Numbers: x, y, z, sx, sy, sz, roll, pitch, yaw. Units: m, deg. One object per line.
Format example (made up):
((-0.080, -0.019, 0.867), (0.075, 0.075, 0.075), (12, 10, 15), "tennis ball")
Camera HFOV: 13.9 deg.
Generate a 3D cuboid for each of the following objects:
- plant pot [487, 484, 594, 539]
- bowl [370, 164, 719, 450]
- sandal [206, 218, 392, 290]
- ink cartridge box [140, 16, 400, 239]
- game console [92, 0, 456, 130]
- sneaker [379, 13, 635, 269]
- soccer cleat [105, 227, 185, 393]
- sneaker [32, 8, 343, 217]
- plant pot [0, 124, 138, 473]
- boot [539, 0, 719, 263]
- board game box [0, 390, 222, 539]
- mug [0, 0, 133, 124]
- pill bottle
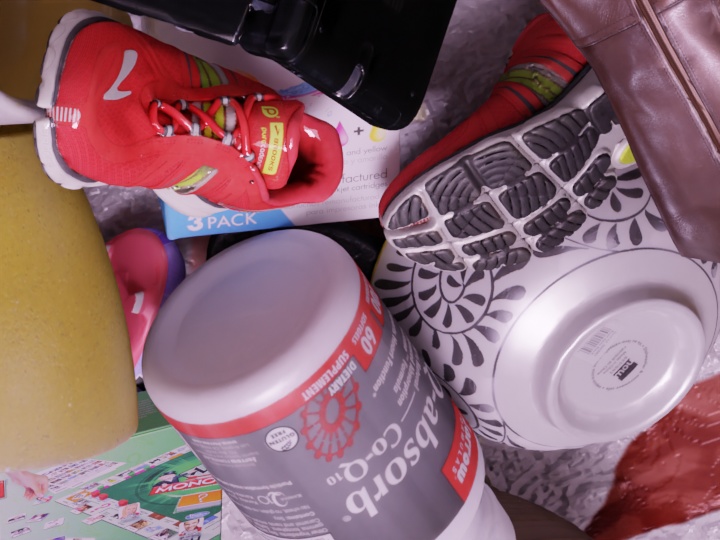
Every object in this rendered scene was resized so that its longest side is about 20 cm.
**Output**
((0.046, 0.178, 1.589), (0.201, 0.093, 0.201), (-18, 151, -10), "plant pot")
((0.113, 0.023, 1.469), (0.201, 0.094, 0.201), (-16, 132, -18), "bowl")
((0.000, 0.000, 1.493), (0.200, 0.045, 0.075), (11, 132, -38), "sandal")
((-0.042, -0.116, 1.366), (0.115, 0.068, 0.200), (-7, 130, -8), "ink cartridge box")
((-0.032, -0.184, 1.274), (0.176, 0.116, 0.200), (29, 77, -57), "game console")
((0.089, -0.076, 1.395), (0.200, 0.085, 0.077), (-35, 134, -6), "sneaker")
((-0.119, 0.058, 1.501), (0.076, 0.067, 0.200), (-5, 131, -37), "soccer cleat")
((-0.068, -0.065, 1.260), (0.085, 0.077, 0.200), (5, 177, 27), "sneaker")
((-0.198, -0.002, 1.364), (0.200, 0.200, 0.142), (1, 104, -13), "plant pot")
((0.180, -0.102, 1.283), (0.186, 0.064, 0.200), (-21, 107, 36), "boot")
((-0.166, 0.130, 1.476), (0.200, 0.029, 0.135), (-13, 136, -17), "board game box")
((-0.198, -0.113, 1.280), (0.153, 0.149, 0.187), (-10, 131, 29), "mug")
((-0.010, 0.085, 1.428), (0.116, 0.116, 0.200), (-28, 127, 10), "pill bottle")
